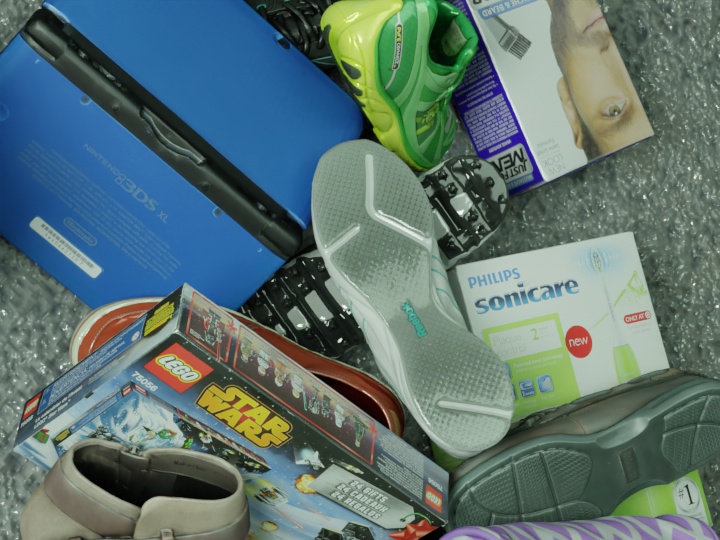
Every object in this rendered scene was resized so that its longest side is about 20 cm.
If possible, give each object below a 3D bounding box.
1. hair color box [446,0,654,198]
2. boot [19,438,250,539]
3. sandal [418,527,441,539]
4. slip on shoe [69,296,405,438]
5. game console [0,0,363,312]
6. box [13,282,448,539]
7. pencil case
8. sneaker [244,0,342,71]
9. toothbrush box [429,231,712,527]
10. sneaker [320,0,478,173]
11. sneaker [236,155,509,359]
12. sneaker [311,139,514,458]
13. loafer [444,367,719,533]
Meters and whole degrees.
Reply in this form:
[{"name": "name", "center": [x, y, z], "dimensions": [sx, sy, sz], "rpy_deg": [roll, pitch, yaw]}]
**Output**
[{"name": "hair color box", "center": [0.109, -0.160, 1.197], "dimensions": [0.109, 0.065, 0.200], "rpy_deg": [-24, 92, -33]}, {"name": "boot", "center": [-0.084, 0.161, 0.940], "dimensions": [0.200, 0.146, 0.070], "rpy_deg": [10, 39, -11]}, {"name": "sandal", "center": [-0.033, 0.125, 1.055], "dimensions": [0.200, 0.043, 0.076], "rpy_deg": [17, 70, -25]}, {"name": "slip on shoe", "center": [-0.066, 0.066, 0.995], "dimensions": [0.200, 0.061, 0.074], "rpy_deg": [20, 94, -9]}, {"name": "game console", "center": [-0.124, -0.078, 1.036], "dimensions": [0.200, 0.171, 0.118], "rpy_deg": [41, 20, -15]}, {"name": "box", "center": [-0.068, 0.104, 0.958], "dimensions": [0.200, 0.137, 0.040], "rpy_deg": [38, 35, -27]}, {"name": "pencil case", "center": [0.123, 0.176, 0.981], "dimensions": [0.200, 0.085, 0.084], "rpy_deg": [3, 61, -44]}, {"name": "sneaker", "center": [-0.031, -0.160, 1.107], "dimensions": [0.200, 0.079, 0.076], "rpy_deg": [-25, 92, -31]}, {"name": "toothbrush box", "center": [0.123, 0.089, 1.130], "dimensions": [0.145, 0.086, 0.200], "rpy_deg": [-10, 81, -31]}, {"name": "sneaker", "center": [0.038, -0.118, 1.081], "dimensions": [0.083, 0.200, 0.074], "rpy_deg": [-27, 73, 5]}, {"name": "sneaker", "center": [0.000, 0.000, 1.092], "dimensions": [0.200, 0.090, 0.067], "rpy_deg": [-35, 95, -6]}, {"name": "sneaker", "center": [0.022, 0.021, 1.016], "dimensions": [0.070, 0.080, 0.201], "rpy_deg": [-20, 76, -11]}, {"name": "loafer", "center": [0.130, 0.110, 1.052], "dimensions": [0.200, 0.063, 0.072], "rpy_deg": [-18, 115, -17]}]
